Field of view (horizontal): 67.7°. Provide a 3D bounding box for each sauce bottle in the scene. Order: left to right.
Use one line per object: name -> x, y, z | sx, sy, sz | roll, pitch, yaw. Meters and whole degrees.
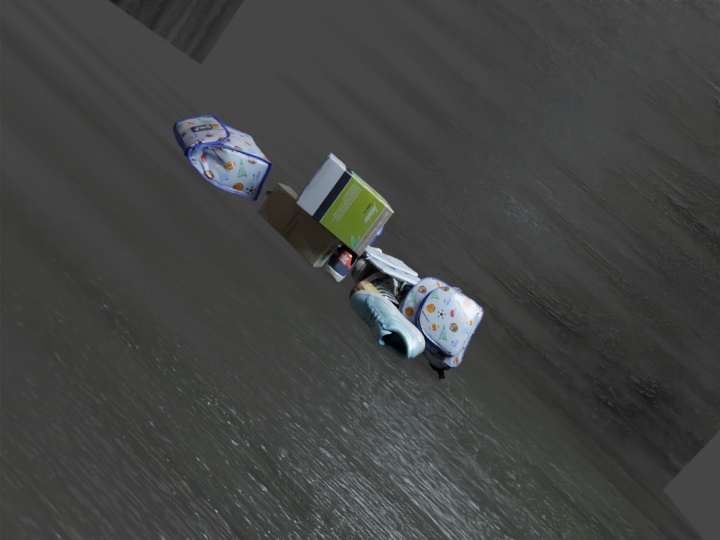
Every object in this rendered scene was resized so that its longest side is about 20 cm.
sauce bottle -> 0.056, 0.110, 1.226 | 0.201, 0.066, 0.066 | 48, 11, 23

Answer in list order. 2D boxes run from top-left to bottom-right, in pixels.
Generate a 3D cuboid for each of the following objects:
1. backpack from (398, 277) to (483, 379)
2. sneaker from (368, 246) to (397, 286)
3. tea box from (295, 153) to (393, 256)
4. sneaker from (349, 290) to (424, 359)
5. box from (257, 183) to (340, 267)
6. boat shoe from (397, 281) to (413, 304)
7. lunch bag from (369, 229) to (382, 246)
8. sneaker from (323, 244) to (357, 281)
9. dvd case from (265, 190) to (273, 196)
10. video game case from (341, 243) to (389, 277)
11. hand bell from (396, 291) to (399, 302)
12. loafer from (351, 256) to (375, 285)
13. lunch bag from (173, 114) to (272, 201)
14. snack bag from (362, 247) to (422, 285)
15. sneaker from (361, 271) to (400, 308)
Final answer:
backpack -> 0.180, 0.118, 1.274 | 0.187, 0.203, 0.155 | 30, -21, 8
sneaker -> 0.054, -0.024, 1.732 | 0.200, 0.080, 0.071 | 44, -20, 3
tea box -> -0.039, -0.164, 1.286 | 0.195, 0.135, 0.201 | 39, 10, -12
sneaker -> 0.047, 0.114, 1.146 | 0.197, 0.076, 0.081 | 34, 24, 20
box -> -0.145, -0.110, 1.306 | 0.199, 0.096, 0.078 | 42, 10, 11
boat shoe -> 0.135, 0.061, 1.524 | 0.069, 0.070, 0.200 | 62, 10, 3
lunch bag -> -0.015, -0.170, 1.792 | 0.168, 0.202, 0.128 | 33, 10, -38
sneaker -> -0.041, -0.031, 1.398 | 0.074, 0.085, 0.200 | 38, 9, -7
dvd case -> -0.168, -0.182, 1.582 | 0.146, 0.016, 0.197 | 17, -6, 46
video game case -> 0.020, -0.024, 1.591 | 0.178, 0.026, 0.200 | 36, -7, 13
hand bell -> 0.158, 0.112, 1.646 | 0.197, 0.106, 0.103 | 32, 4, 31
loafer -> 0.000, 0.000, 1.467 | 0.063, 0.072, 0.200 | 41, -2, 13
lunch bag -> -0.326, -0.274, 1.244 | 0.196, 0.126, 0.171 | 15, 23, -38
snack bag -> 0.086, -0.010, 1.419 | 0.185, 0.022, 0.200 | 23, 11, -30
sneaker -> 0.070, 0.081, 1.465 | 0.118, 0.075, 0.200 | 62, 12, 19
